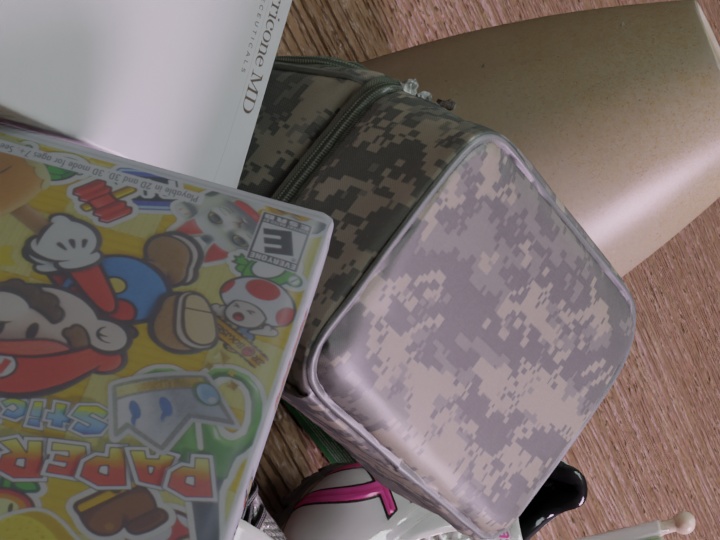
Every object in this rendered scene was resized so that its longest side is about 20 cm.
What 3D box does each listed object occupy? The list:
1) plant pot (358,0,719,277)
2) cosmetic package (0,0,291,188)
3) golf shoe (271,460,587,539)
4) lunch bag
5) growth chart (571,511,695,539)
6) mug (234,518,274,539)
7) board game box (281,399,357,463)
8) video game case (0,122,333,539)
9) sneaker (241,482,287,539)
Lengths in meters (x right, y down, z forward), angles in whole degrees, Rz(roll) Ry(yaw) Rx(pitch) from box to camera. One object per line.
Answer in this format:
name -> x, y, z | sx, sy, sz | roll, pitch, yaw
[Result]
plant pot -> 0.111, -0.066, 1.049 | 0.188, 0.199, 0.188 | 58, 16, -28
cosmetic package -> -0.121, -0.103, 0.690 | 0.200, 0.085, 0.108 | 21, 82, -52
golf shoe -> 0.030, 0.123, 0.916 | 0.200, 0.092, 0.073 | -25, 110, -48
lunch bag -> 0.000, 0.000, 0.822 | 0.140, 0.167, 0.200 | -56, 139, -8
growth chart -> 0.129, 0.236, 1.045 | 0.018, 0.144, 0.201 | 71, 11, -61
mug -> -0.119, 0.158, 0.611 | 0.150, 0.186, 0.154 | 97, 4, -62
board game box -> -0.003, 0.035, 1.000 | 0.200, 0.029, 0.135 | 55, 31, -36
video game case -> -0.122, 0.018, 0.599 | 0.182, 0.199, 0.023 | -73, 178, -48
sneaker -> -0.071, 0.085, 0.769 | 0.200, 0.082, 0.078 | 56, 31, -37
